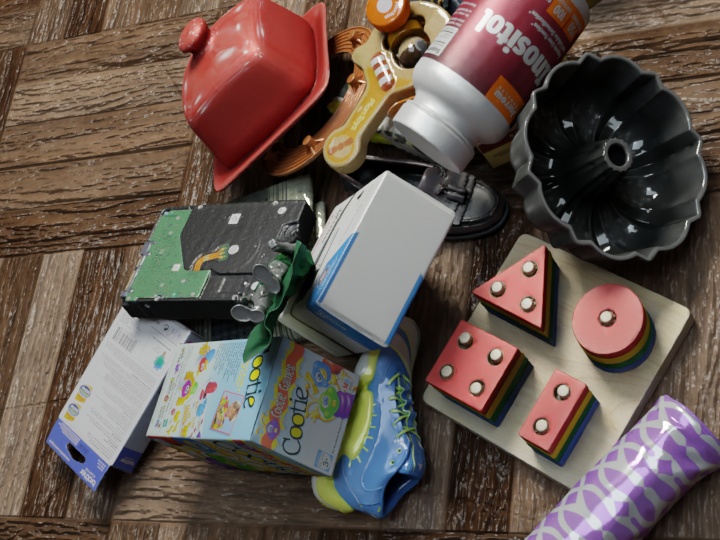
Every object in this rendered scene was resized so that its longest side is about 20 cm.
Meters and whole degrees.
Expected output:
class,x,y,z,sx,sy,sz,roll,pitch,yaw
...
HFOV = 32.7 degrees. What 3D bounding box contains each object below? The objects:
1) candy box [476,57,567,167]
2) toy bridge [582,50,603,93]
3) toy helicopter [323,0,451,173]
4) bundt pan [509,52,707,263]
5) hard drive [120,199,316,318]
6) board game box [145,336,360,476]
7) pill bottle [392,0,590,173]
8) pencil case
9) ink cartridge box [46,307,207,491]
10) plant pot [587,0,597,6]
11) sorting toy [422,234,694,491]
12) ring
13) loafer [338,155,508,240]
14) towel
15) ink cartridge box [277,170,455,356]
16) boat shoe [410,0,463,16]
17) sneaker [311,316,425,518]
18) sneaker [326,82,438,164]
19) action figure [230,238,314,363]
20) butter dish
class,x,y,z,sx,sy,sz,roll,pitch,yaw
candy box,0.162,-0.224,1.327,0.114,0.055,0.203,-23,58,18
toy bridge,0.155,-0.188,1.261,0.197,0.027,0.068,4,71,32
toy helicopter,0.034,-0.185,1.277,0.132,0.079,0.201,36,94,28
bundt pan,0.226,-0.097,1.166,0.076,0.199,0.205,144,143,-64
hard drive,-0.156,-0.011,1.345,0.197,0.038,0.141,-2,50,28
board game box,-0.109,0.135,1.218,0.199,0.102,0.106,-7,60,52
pill bottle,0.123,-0.199,1.188,0.113,0.113,0.201,35,88,36
pencil case,0.230,0.202,1.060,0.085,0.084,0.200,43,92,2
ink cartridge box,-0.263,0.136,1.371,0.119,0.042,0.202,29,86,40
plant pot,0.232,-0.442,1.312,0.194,0.200,0.196,-35,54,9
sorting toy,0.176,0.075,1.159,0.199,0.070,0.200,27,80,36
ring,-0.053,-0.197,1.402,0.200,0.019,0.202,-37,35,32
loafer,0.060,-0.082,1.305,0.198,0.063,0.073,13,72,33
towel,-0.124,0.003,1.387,0.190,0.034,0.203,-16,61,24
ink cartridge box,0.000,0.000,1.212,0.083,0.200,0.146,30,77,-9
boat shoe,0.096,-0.293,1.327,0.090,0.071,0.202,-30,48,17
sneaker,0.035,0.150,1.198,0.104,0.076,0.203,20,83,32
sneaker,0.048,-0.179,1.350,0.198,0.074,0.086,24,83,35
action figure,-0.080,0.010,1.177,0.054,0.200,0.119,30,99,0
butter dish,-0.142,-0.230,1.399,0.199,0.147,0.201,-40,32,27
